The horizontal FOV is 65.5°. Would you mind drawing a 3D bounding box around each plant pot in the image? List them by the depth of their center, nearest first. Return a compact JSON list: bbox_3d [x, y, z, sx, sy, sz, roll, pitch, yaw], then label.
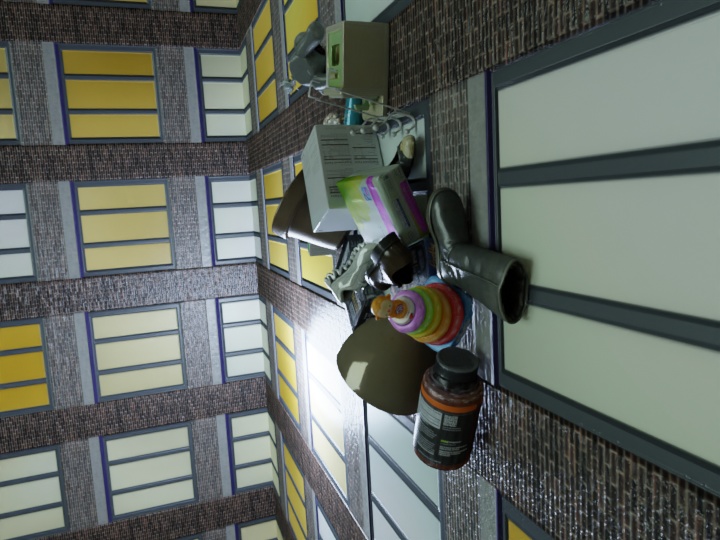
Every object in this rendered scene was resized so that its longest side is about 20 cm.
[{"bbox_3d":[0.070,0.155,1.070,0.135,0.199,0.201,-61,34,26],"label":"plant pot"},{"bbox_3d":[-0.106,-0.141,1.437,0.201,0.174,0.200,-58,-3,-5],"label":"plant pot"}]

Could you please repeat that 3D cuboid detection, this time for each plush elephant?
[{"bbox_3d":[-0.100,-0.530,1.418,0.199,0.155,0.165,-16,117,44],"label":"plush elephant"}]

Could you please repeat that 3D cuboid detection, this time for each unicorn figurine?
[{"bbox_3d":[-0.080,-0.354,1.499,0.200,0.073,0.139,-138,46,-63],"label":"unicorn figurine"}]

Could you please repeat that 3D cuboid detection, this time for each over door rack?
[{"bbox_3d":[-0.007,-0.316,1.115,0.067,0.199,0.148,-67,22,0],"label":"over door rack"}]

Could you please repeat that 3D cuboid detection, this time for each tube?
[{"bbox_3d":[-0.014,-0.421,1.337,0.077,0.050,0.202,-142,54,-70],"label":"tube"}]

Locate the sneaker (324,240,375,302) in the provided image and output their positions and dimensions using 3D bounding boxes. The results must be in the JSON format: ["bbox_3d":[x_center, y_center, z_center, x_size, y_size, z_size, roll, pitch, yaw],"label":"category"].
[{"bbox_3d":[0.000,0.000,1.307,0.200,0.075,0.081,-44,57,32],"label":"sneaker"}]

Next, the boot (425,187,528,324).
[{"bbox_3d":[0.175,-0.030,0.859,0.200,0.072,0.183,-133,28,-70],"label":"boot"}]

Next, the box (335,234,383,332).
[{"bbox_3d":[-0.007,0.034,1.430,0.158,0.049,0.201,111,148,-51],"label":"box"}]

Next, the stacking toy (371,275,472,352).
[{"bbox_3d":[0.086,0.066,0.916,0.110,0.199,0.117,35,104,38],"label":"stacking toy"}]

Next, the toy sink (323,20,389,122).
[{"bbox_3d":[-0.013,-0.430,1.227,0.130,0.111,0.202,-139,47,-64],"label":"toy sink"}]

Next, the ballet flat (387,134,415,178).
[{"bbox_3d":[0.066,-0.204,1.135,0.200,0.056,0.067,122,155,-60],"label":"ballet flat"}]

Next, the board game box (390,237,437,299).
[{"bbox_3d":[0.109,0.021,1.118,0.200,0.034,0.137,153,110,-70],"label":"board game box"}]

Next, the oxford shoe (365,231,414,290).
[{"bbox_3d":[0.060,0.007,1.095,0.084,0.073,0.200,47,165,13],"label":"oxford shoe"}]

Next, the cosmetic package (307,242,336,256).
[{"bbox_3d":[-0.116,-0.149,1.627,0.108,0.084,0.202,-135,41,-79],"label":"cosmetic package"}]

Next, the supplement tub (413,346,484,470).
[{"bbox_3d":[0.151,0.232,0.950,0.107,0.106,0.202,-127,37,-56],"label":"supplement tub"}]

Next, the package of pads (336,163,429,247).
[{"bbox_3d":[0.044,-0.125,1.123,0.155,0.068,0.200,63,161,-18],"label":"package of pads"}]

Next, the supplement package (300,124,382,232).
[{"bbox_3d":[-0.039,-0.212,1.303,0.152,0.149,0.202,137,125,-66],"label":"supplement package"}]
